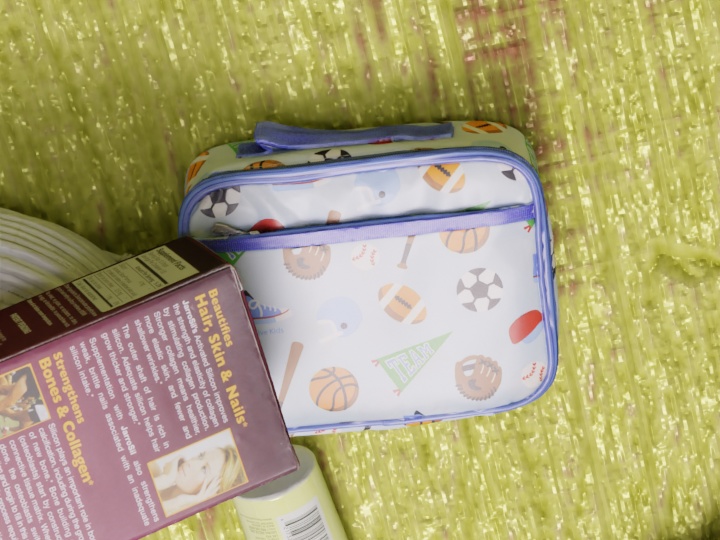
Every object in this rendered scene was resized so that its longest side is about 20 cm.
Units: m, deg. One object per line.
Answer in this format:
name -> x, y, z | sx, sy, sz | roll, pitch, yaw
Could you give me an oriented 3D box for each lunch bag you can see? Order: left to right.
lunch bag -> 0.000, 0.000, 1.288 | 0.199, 0.076, 0.161 | -6, 114, 2

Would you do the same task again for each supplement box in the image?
supplement box -> -0.144, 0.075, 1.200 | 0.199, 0.086, 0.111 | -23, 108, -14

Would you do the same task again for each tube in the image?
tube -> -0.022, 0.190, 1.397 | 0.058, 0.052, 0.201 | 10, 130, 43

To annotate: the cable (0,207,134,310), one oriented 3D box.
cable -> -0.204, 0.062, 1.321 | 0.199, 0.069, 0.201 | 22, 114, -10
